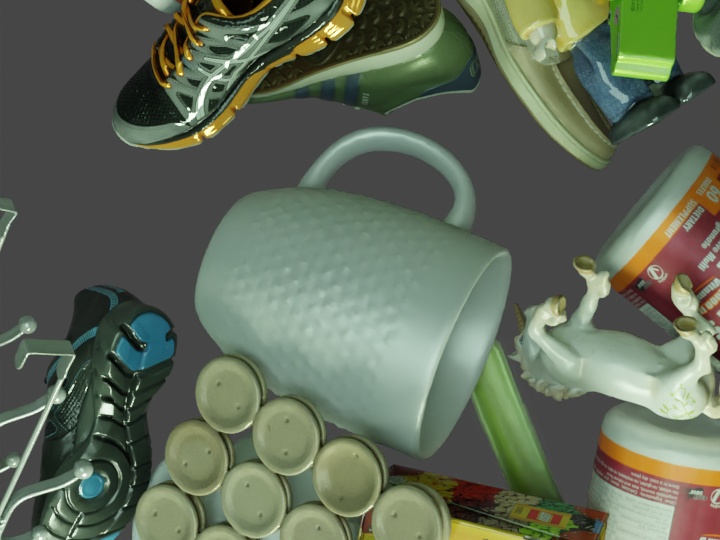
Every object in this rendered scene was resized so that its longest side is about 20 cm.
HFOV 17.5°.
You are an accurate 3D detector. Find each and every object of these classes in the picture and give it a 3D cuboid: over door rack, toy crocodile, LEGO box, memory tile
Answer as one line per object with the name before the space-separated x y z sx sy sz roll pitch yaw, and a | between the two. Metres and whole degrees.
over door rack | -0.225 0.068 1.557 0.067 0.148 0.200 -8 137 -24
toy crocodile | 0.172 -0.212 1.431 0.067 0.062 0.200 1 78 -10
LEGO box | 0.066 0.242 1.497 0.149 0.077 0.200 13 103 11
memory tile | -0.045 0.157 1.476 0.200 0.017 0.153 34 112 24

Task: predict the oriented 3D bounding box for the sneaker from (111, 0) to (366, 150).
sneaker | -0.092 -0.152 1.506 0.200 0.077 0.078 -37 51 22

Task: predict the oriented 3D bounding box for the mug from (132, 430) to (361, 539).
mug | -0.078 0.195 1.596 0.200 0.148 0.175 25 102 36

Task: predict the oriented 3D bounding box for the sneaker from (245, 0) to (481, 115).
sneaker | -0.010 -0.130 1.547 0.200 0.090 0.067 -9 59 34

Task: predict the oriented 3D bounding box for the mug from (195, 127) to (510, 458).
mug | 0.000 0.000 1.537 0.175 0.148 0.200 22 77 15

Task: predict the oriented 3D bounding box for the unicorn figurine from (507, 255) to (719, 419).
unicorn figurine | 0.157 0.048 1.482 0.200 0.074 0.137 29 150 25

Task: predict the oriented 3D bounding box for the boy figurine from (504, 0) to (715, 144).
boy figurine | 0.144 -0.184 1.476 0.124 0.064 0.200 -30 90 -27

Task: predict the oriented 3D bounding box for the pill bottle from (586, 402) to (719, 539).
pill bottle | 0.198 0.196 1.548 0.110 0.110 0.200 11 102 7

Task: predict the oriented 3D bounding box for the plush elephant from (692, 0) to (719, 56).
plush elephant | 0.292 -0.150 1.449 0.165 0.155 0.200 -33 95 14

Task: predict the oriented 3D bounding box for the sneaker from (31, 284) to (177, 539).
sneaker | -0.186 0.107 1.626 0.082 0.073 0.200 32 106 47

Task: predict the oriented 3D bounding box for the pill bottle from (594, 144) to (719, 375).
pill bottle | 0.259 0.019 1.512 0.200 0.110 0.110 39 104 1

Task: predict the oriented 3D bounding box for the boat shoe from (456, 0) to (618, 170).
boat shoe | 0.116 -0.159 1.522 0.065 0.072 0.200 -33 89 15

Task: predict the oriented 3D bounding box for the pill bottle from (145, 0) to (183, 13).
pill bottle | -0.073 -0.263 1.510 0.200 0.111 0.111 -32 94 14
